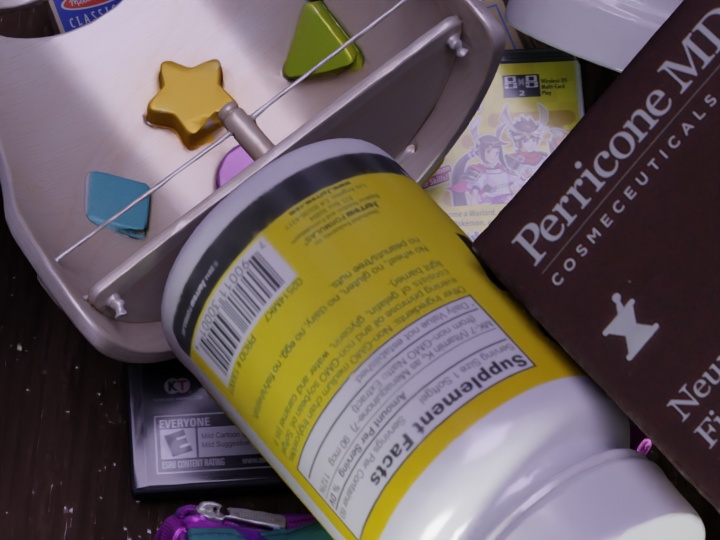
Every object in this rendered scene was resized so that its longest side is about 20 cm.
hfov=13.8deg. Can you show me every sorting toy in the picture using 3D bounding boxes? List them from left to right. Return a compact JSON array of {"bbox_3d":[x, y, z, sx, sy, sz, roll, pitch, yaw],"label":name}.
[{"bbox_3d":[-0.072,-0.079,1.192,0.200,0.107,0.180,-37,72,-10],"label":"sorting toy"}]

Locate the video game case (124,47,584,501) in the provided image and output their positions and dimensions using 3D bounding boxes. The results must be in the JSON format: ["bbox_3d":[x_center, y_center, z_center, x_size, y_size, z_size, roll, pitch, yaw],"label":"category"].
[{"bbox_3d":[0.000,0.000,1.233,0.199,0.026,0.181,-3,75,-4],"label":"video game case"}]

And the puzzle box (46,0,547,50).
[{"bbox_3d":[-0.023,-0.092,1.293,0.200,0.025,0.133,-19,67,-10],"label":"puzzle box"}]

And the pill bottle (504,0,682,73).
[{"bbox_3d":[0.137,-0.181,1.226,0.116,0.116,0.200,21,101,8],"label":"pill bottle"}]

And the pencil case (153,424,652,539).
[{"bbox_3d":[0.020,0.120,1.162,0.199,0.085,0.093,-10,110,-7],"label":"pencil case"}]

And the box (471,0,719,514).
[{"bbox_3d":[0.185,0.013,1.058,0.166,0.164,0.200,-50,56,10],"label":"box"}]

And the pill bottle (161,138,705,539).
[{"bbox_3d":[0.026,0.055,1.086,0.114,0.114,0.200,-34,61,-15],"label":"pill bottle"}]
